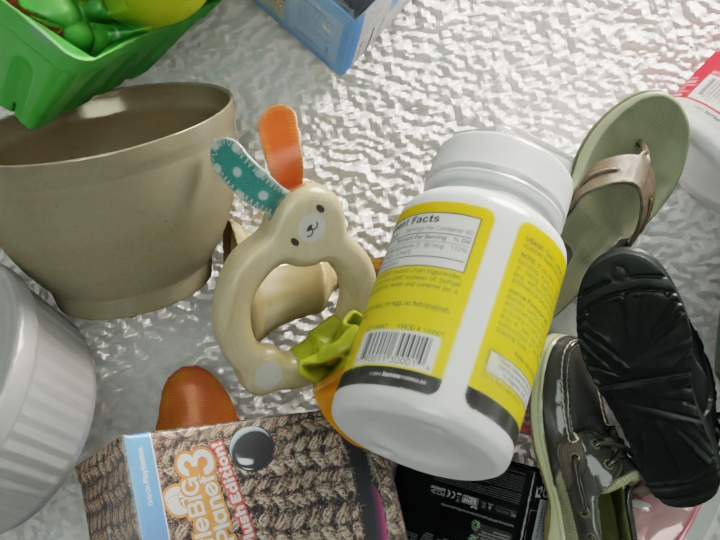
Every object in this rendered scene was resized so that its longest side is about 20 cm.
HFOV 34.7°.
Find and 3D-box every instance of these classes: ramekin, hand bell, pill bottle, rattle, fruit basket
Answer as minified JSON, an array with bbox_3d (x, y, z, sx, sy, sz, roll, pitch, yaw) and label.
[{"bbox_3d":[-0.279,0.099,0.826,0.202,0.094,0.203,-20,54,29],"label":"ramekin"},{"bbox_3d":[0.000,0.000,0.896,0.199,0.104,0.104,-8,85,-14],"label":"hand bell"},{"bbox_3d":[0.065,0.020,0.727,0.114,0.114,0.200,21,66,1],"label":"pill bottle"},{"bbox_3d":[-0.032,0.005,0.766,0.130,0.143,0.200,-2,114,-12],"label":"rattle"},{"bbox_3d":[0.328,-0.144,0.890,0.200,0.112,0.112,-45,87,-4],"label":"pill bottle"},{"bbox_3d":[-0.180,-0.216,0.819,0.155,0.216,0.216,39,86,2],"label":"fruit basket"}]

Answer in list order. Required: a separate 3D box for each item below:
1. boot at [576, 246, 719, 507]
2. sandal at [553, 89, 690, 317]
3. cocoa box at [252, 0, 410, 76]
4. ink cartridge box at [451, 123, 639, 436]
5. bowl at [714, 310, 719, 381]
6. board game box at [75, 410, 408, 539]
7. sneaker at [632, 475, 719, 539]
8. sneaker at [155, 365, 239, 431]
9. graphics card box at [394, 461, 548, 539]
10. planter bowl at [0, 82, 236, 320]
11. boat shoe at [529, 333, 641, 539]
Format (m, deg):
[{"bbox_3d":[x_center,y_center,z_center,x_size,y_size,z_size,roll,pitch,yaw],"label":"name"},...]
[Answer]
[{"bbox_3d":[0.213,0.057,0.828,0.073,0.162,0.199,-18,104,21],"label":"boot"},{"bbox_3d":[0.174,-0.040,0.813,0.080,0.057,0.201,41,79,-17],"label":"sandal"},{"bbox_3d":[-0.043,-0.274,0.878,0.200,0.133,0.131,41,80,1],"label":"cocoa box"},{"bbox_3d":[0.110,0.010,0.867,0.146,0.083,0.200,24,84,-21],"label":"ink cartridge box"},{"bbox_3d":[0.323,0.033,0.844,0.105,0.201,0.201,8,85,12],"label":"bowl"},{"bbox_3d":[-0.076,0.189,0.801,0.200,0.097,0.160,-4,72,-34],"label":"board game box"},{"bbox_3d":[0.184,0.197,0.872,0.105,0.075,0.200,38,89,-9],"label":"sneaker"},{"bbox_3d":[-0.124,0.172,0.873,0.073,0.077,0.201,-3,84,0],"label":"sneaker"},{"bbox_3d":[0.070,0.233,0.852,0.125,0.051,0.201,7,84,42],"label":"graphics card box"},{"bbox_3d":[-0.180,-0.047,0.847,0.200,0.200,0.135,-9,113,-2],"label":"planter bowl"},{"bbox_3d":[0.164,0.143,0.802,0.066,0.072,0.201,-6,86,41],"label":"boat shoe"}]
